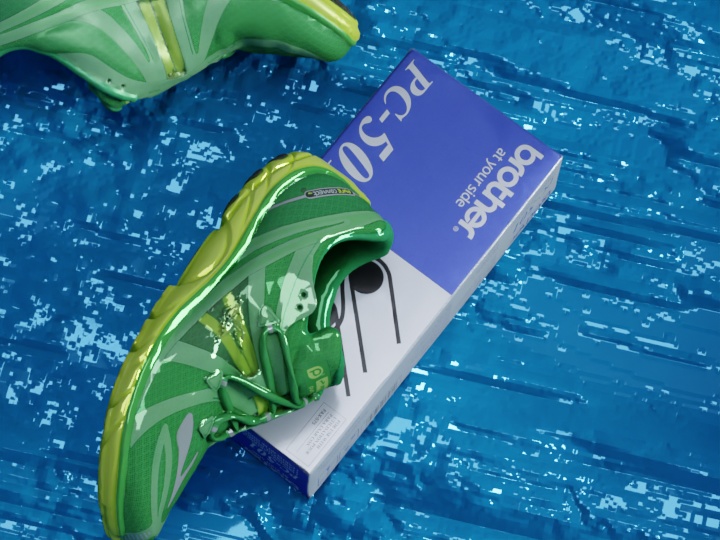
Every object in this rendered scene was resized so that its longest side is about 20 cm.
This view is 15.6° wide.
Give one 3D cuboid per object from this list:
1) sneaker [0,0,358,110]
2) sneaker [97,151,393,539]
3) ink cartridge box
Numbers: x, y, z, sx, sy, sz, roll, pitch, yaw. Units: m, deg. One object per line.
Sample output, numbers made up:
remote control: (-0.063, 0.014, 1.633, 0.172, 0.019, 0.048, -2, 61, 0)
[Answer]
sneaker: (-0.101, -0.119, 1.281, 0.199, 0.074, 0.084, 5, 101, -6)
sneaker: (-0.052, 0.038, 1.173, 0.083, 0.074, 0.200, 28, 73, 12)
ink cartridge box: (0.000, 0.000, 1.251, 0.094, 0.044, 0.200, 36, 73, 11)
